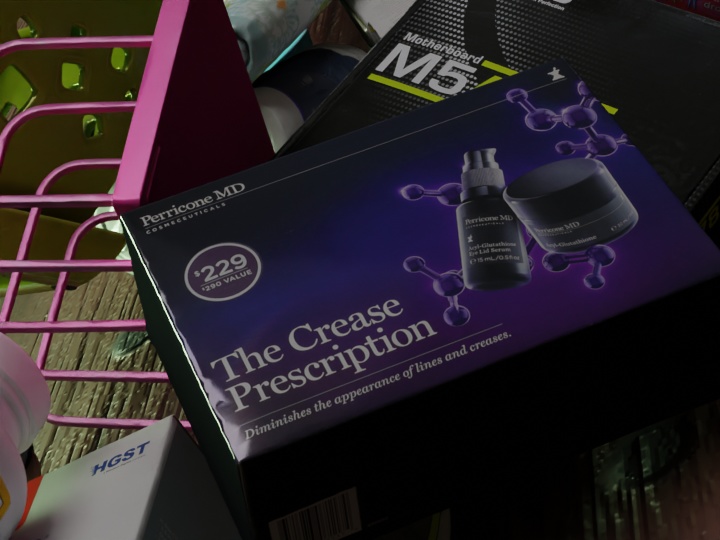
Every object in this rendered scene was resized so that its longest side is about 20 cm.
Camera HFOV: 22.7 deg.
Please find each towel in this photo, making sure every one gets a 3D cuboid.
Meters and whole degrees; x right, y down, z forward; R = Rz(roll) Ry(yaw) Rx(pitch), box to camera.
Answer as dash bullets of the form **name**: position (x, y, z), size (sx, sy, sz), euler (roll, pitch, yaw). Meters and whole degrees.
- **towel**: position (-0.101, -0.136, 1.131), size (0.199, 0.048, 0.172), euler (-27, 19, 36)

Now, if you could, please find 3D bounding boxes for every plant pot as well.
- **plant pot**: position (-0.243, -0.083, 1.022), size (0.198, 0.199, 0.183), euler (-7, 76, 47)

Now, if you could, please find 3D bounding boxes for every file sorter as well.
- **file sorter**: position (-0.119, -0.029, 0.836), size (0.124, 0.201, 0.140), euler (1, 56, 12)

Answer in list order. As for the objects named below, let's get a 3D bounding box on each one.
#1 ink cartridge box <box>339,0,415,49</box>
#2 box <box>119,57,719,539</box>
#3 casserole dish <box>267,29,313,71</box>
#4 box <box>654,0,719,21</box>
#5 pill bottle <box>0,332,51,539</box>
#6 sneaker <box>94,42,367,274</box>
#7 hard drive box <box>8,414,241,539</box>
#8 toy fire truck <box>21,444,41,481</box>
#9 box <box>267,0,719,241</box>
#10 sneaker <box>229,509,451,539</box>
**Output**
- **ink cartridge box**: position (0.079, -0.161, 1.091), size (0.147, 0.076, 0.200), euler (-34, 26, 3)
- **box**: position (0.024, 0.013, 0.704), size (0.198, 0.079, 0.142), euler (-21, 45, -13)
- **casserole dish**: position (-0.102, -0.100, 1.254), size (0.200, 0.039, 0.121), euler (-47, 22, -22)
- **box**: position (0.140, -0.194, 0.923), size (0.199, 0.100, 0.096), euler (23, 54, 18)
- **pill bottle**: position (-0.209, 0.112, 0.758), size (0.104, 0.105, 0.201), euler (-16, 30, 37)
- **sneaker**: position (-0.067, -0.075, 1.151), size (0.200, 0.081, 0.146), euler (-34, 1, 40)
- **hard drive box**: position (-0.138, 0.176, 0.771), size (0.155, 0.077, 0.201), euler (-26, 26, 20)
- **toy fire truck**: position (-0.294, 0.122, 0.977), size (0.200, 0.176, 0.129), euler (-50, 2, -13)
- **box**: position (0.080, -0.058, 0.845), size (0.199, 0.048, 0.193), euler (25, 62, 32)
- **sneaker**: position (-0.027, 0.126, 0.707), size (0.073, 0.081, 0.201), euler (-15, 32, 38)
